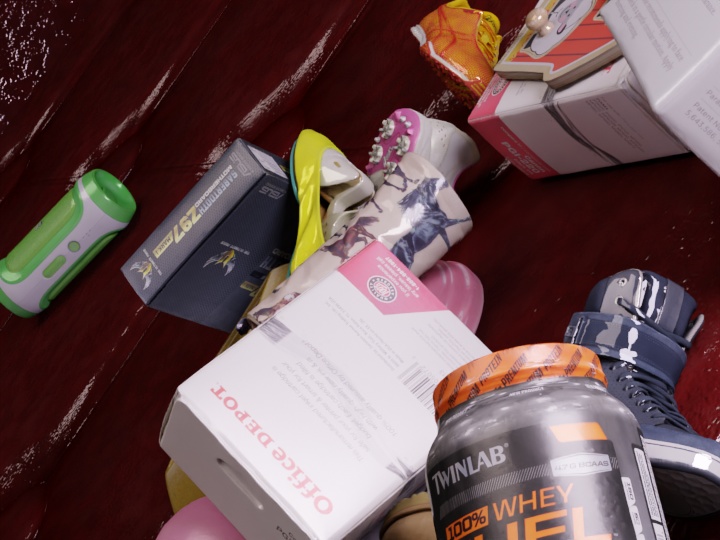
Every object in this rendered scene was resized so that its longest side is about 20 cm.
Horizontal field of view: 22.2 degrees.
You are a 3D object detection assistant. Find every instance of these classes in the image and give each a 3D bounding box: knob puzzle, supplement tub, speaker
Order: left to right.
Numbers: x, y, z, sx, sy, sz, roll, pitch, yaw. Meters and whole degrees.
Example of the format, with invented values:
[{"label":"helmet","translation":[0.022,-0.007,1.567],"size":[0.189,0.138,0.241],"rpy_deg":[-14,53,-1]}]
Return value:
[{"label":"speaker","translation":[-0.371,-0.033,2.286],"size":[0.200,0.088,0.089],"rpy_deg":[-44,23,17]},{"label":"supplement tub","translation":[0.103,0.149,0.973],"size":[0.122,0.122,0.201],"rpy_deg":[-32,58,37]},{"label":"knob puzzle","translation":[0.192,-0.220,1.369],"size":[0.219,0.030,0.220],"rpy_deg":[-39,24,21]}]

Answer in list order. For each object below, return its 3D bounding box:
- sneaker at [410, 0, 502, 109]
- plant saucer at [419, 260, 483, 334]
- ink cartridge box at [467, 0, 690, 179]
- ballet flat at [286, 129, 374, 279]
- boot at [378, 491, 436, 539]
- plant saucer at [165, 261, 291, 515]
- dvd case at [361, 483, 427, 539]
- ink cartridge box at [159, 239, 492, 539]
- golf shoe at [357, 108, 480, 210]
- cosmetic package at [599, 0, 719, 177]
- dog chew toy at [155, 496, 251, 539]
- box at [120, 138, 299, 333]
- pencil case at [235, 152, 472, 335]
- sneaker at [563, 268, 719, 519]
[{"label":"sneaker","translation":[0.097,-0.208,1.697],"size":[0.077,0.073,0.200],"rpy_deg":[-36,28,9]},{"label":"plant saucer","translation":[0.010,0.064,1.449],"size":[0.200,0.051,0.201],"rpy_deg":[-42,19,18]},{"label":"ink cartridge box","translation":[0.195,-0.158,1.411],"size":[0.146,0.085,0.200],"rpy_deg":[-58,22,-20]},{"label":"ballet flat","translation":[-0.020,-0.046,1.508],"size":[0.067,0.067,0.201],"rpy_deg":[-25,42,29]},{"label":"boot","translation":[0.047,0.230,1.123],"size":[0.175,0.066,0.201],"rpy_deg":[-24,35,48]},{"label":"plant saucer","translation":[-0.098,0.095,1.532],"size":[0.200,0.048,0.200],"rpy_deg":[-57,9,35]},{"label":"dvd case","translation":[-0.018,0.205,1.344],"size":[0.200,0.018,0.143],"rpy_deg":[-21,38,51]},{"label":"ink cartridge box","translation":[-0.016,0.095,1.240],"size":[0.200,0.147,0.083],"rpy_deg":[-37,-15,-32]},{"label":"golf shoe","translation":[0.035,-0.042,1.568],"size":[0.201,0.091,0.075],"rpy_deg":[-62,36,30]},{"label":"cosmetic package","translation":[0.284,-0.149,1.126],"size":[0.200,0.165,0.165],"rpy_deg":[-43,24,18]},{"label":"dog chew toy","translation":[-0.060,0.178,1.293],"size":[0.200,0.125,0.124],"rpy_deg":[-53,21,-26]},{"label":"box","translation":[-0.093,-0.020,1.610],"size":[0.158,0.200,0.051],"rpy_deg":[-46,60,12]},{"label":"pencil case","translation":[0.000,0.000,1.389],"size":[0.200,0.078,0.089],"rpy_deg":[-45,12,-13]},{"label":"sneaker","translation":[0.178,0.069,1.107],"size":[0.147,0.077,0.202],"rpy_deg":[-60,23,-15]}]
